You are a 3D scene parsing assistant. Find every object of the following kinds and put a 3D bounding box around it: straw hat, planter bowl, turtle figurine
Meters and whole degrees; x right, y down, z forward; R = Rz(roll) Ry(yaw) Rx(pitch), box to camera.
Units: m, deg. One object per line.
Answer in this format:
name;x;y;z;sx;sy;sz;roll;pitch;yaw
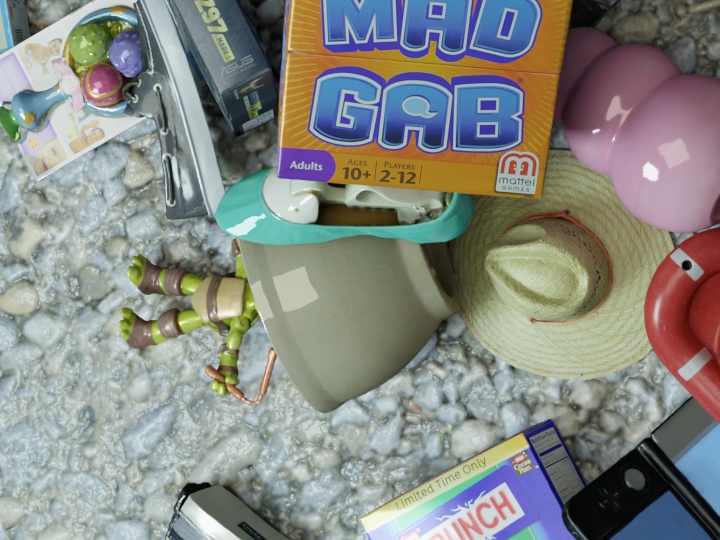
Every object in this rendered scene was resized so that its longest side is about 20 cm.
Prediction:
straw hat;0.150;0.000;1.710;0.200;0.085;0.202;2;96;22
planter bowl;0.000;0.000;1.722;0.134;0.200;0.201;-19;87;13
turtle figurine;-0.124;0.017;1.839;0.161;0.064;0.201;-1;81;27

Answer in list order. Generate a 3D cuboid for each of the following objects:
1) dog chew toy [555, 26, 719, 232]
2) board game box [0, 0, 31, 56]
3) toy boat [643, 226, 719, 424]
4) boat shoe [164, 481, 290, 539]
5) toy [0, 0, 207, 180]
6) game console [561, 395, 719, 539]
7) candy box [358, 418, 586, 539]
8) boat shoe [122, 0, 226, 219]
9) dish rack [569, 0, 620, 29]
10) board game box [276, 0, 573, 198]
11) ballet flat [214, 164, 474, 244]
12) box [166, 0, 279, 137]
dog chew toy;0.216;-0.119;1.659;0.200;0.124;0.125;40;108;24
board game box;-0.378;-0.284;1.934;0.134;0.034;0.201;-9;91;23
toy boat;0.306;0.056;1.612;0.131;0.131;0.200;-44;81;2
boat shoe;-0.094;0.278;1.851;0.200;0.075;0.093;40;115;23
toy;-0.234;-0.174;1.860;0.200;0.047;0.115;-29;88;15
game console;0.290;0.200;1.658;0.200;0.176;0.116;49;138;12
candy box;0.122;0.249;1.749;0.169;0.077;0.201;-31;82;22
boat shoe;-0.168;-0.138;1.808;0.066;0.070;0.201;-17;98;-4
dish rack;0.179;-0.285;1.691;0.200;0.055;0.154;-44;77;20
board game box;0.043;-0.190;1.604;0.199;0.200;0.201;5;115;-4
ballet flat;-0.012;-0.059;1.618;0.199;0.070;0.068;1;65;1
box;-0.122;-0.204;1.745;0.051;0.200;0.158;-27;83;-3
